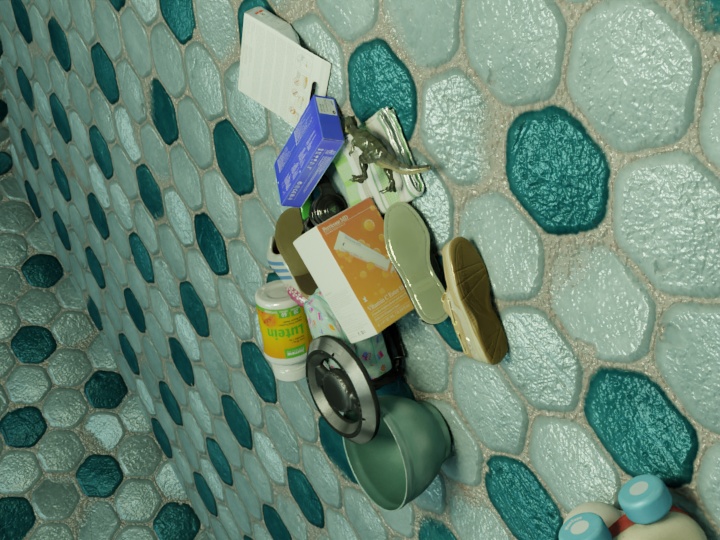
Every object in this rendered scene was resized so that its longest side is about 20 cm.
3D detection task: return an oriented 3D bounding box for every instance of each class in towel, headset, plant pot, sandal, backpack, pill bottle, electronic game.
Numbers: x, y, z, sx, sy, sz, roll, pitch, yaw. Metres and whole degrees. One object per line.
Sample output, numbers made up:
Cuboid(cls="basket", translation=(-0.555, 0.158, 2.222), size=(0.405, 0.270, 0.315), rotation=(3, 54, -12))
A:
Cuboid(cls="towel", translation=(0.019, -0.165, 1.288), size=(0.200, 0.031, 0.150), rotation=(-21, 91, 59))
Cuboid(cls="headset", translation=(-0.079, -0.086, 1.426), size=(0.201, 0.093, 0.124), rotation=(66, 151, 24))
Cuboid(cls="plant pot", translation=(0.075, 0.309, 1.399), size=(0.200, 0.134, 0.201), rotation=(31, 128, 50))
Cuboid(cls="sandal", translation=(-0.112, -0.019, 1.521), size=(0.070, 0.077, 0.212), rotation=(80, 171, -57))
Cuboid(cls="backpack", translation=(-0.018, 0.111, 1.422), size=(0.166, 0.126, 0.201), rotation=(17, 130, 48))
Cuboid(cls="pill bottle", translation=(-0.157, 0.131, 1.666), size=(0.111, 0.111, 0.201), rotation=(26, 131, 47))
Cuboid(cls="electronic game", translation=(-0.033, 0.207, 1.360), size=(0.200, 0.041, 0.201), rotation=(33, 134, 42))

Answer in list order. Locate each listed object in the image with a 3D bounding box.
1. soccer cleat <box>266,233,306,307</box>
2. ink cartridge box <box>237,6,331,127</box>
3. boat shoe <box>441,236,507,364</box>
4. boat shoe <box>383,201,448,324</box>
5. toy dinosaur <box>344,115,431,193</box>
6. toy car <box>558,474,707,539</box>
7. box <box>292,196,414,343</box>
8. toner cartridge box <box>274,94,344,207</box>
Cuboid(cls="soccer cleat", translation=(-0.130, 0.000, 1.580), size=(0.200, 0.070, 0.087), rotation=(44, 144, 34))
Cuboid(cls="ink cartridge box", translation=(-0.129, -0.353, 1.399), size=(0.199, 0.050, 0.163), rotation=(33, 137, 17))
Cuboid(cls="boat shoe", translation=(0.155, 0.049, 1.176), size=(0.069, 0.074, 0.201), rotation=(-6, 105, 51))
Cuboid(cls="boat shoe", translation=(0.087, -0.009, 1.247), size=(0.061, 0.071, 0.202), rotation=(67, -176, -81))
Cuboid(cls="toy dinosaur", translation=(0.026, -0.167, 1.210), size=(0.200, 0.047, 0.089), rotation=(39, 135, 34))
Cuboid(cls="toy car", translation=(0.345, 0.360, 1.053), size=(0.185, 0.176, 0.200), rotation=(58, 178, -11))
Cuboid(cls="box", translation=(0.000, 0.000, 1.312), size=(0.201, 0.124, 0.097), rotation=(59, 148, -2))
Cuboid(cls="toner cartridge box", translation=(-0.094, -0.205, 1.375), size=(0.200, 0.043, 0.095), rotation=(-49, 45, 50))
